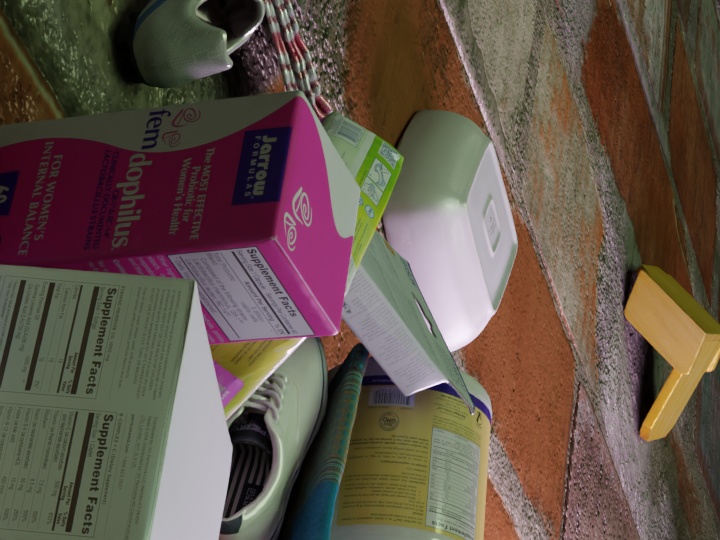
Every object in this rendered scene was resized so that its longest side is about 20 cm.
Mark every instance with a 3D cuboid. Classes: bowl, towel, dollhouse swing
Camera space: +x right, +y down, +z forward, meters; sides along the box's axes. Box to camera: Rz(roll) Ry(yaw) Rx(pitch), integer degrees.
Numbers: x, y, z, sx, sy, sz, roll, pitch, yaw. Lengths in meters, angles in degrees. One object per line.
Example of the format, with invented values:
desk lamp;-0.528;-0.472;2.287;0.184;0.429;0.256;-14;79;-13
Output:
bowl;0.091;-0.039;1.889;0.200;0.075;0.200;-64;143;-53
towel;-0.063;-0.222;1.484;0.146;0.030;0.200;-106;-179;-63
towel;-0.038;0.167;1.425;0.147;0.022;0.200;123;-14;-46
dollhouse swing;0.417;0.118;2.838;0.182;0.176;0.200;46;14;15

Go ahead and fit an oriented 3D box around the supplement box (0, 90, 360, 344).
supplement box;-0.113;-0.023;1.110;0.103;0.200;0.101;60;31;-51

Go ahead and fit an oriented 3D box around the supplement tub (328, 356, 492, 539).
supplement tub;0.026;0.182;1.542;0.145;0.145;0.200;53;37;-56

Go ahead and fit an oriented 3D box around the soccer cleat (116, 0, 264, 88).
soccer cleat;-0.097;-0.188;1.365;0.200;0.086;0.070;-72;150;-49

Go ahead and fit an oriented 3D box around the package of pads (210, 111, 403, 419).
package of pads;-0.066;0.009;1.260;0.068;0.200;0.155;36;37;-10

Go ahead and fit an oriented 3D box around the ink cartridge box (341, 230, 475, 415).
ink cartridge box;0.000;0.000;1.499;0.200;0.041;0.200;51;9;-38

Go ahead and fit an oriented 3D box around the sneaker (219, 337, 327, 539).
sneaker;-0.066;0.108;1.394;0.071;0.073;0.200;85;12;-58

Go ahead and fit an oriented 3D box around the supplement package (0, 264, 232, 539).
supplement package;-0.141;0.115;1.060;0.200;0.111;0.156;87;10;-59
